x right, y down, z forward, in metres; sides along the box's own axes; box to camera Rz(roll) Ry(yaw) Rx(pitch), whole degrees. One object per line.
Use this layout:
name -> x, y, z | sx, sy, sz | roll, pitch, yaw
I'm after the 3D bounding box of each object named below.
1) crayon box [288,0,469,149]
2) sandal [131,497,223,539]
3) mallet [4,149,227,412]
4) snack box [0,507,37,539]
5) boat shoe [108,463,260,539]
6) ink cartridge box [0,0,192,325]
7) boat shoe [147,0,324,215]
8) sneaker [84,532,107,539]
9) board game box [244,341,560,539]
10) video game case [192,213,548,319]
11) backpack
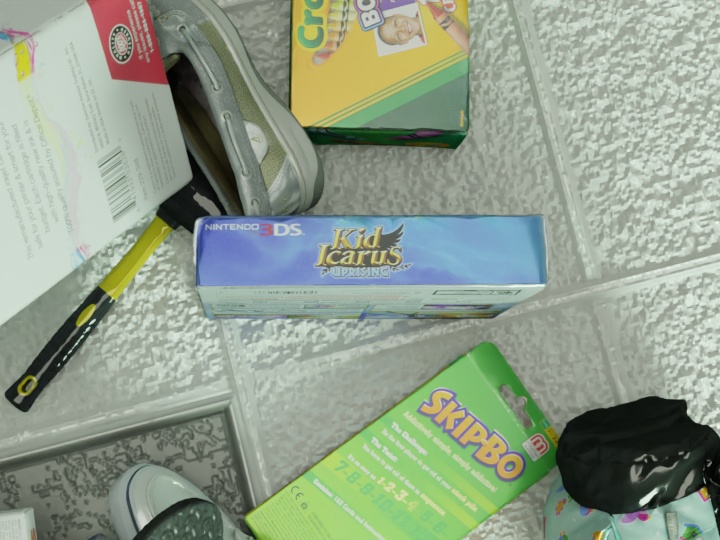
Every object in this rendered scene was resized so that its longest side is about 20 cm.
crayon box -> 0.011, -0.185, 0.996 | 0.117, 0.058, 0.202 | 1, 83, -4
sandal -> -0.145, 0.220, 0.867 | 0.048, 0.075, 0.202 | 18, 78, 39
mallet -> -0.153, 0.015, 0.975 | 0.066, 0.041, 0.201 | 32, 86, 3
snack box -> -0.218, 0.243, 0.872 | 0.071, 0.024, 0.202 | -6, 90, 0
boat shoe -> -0.071, 0.194, 0.932 | 0.200, 0.067, 0.074 | 50, 40, -7
ink cartridge box -> -0.203, -0.073, 0.862 | 0.085, 0.149, 0.200 | 17, 42, 35
boat shoe -> -0.104, -0.112, 0.958 | 0.064, 0.074, 0.203 | -30, 79, -34
sneaker -> -0.201, 0.264, 0.925 | 0.199, 0.081, 0.115 | -42, 91, -1
board game box -> 0.031, 0.140, 0.976 | 0.199, 0.030, 0.096 | -36, 88, -5
video game case -> 0.000, 0.000, 0.912 | 0.198, 0.181, 0.046 | 0, 82, -5
backpack -> 0.180, 0.192, 0.928 | 0.125, 0.167, 0.202 | -9, 97, 5
